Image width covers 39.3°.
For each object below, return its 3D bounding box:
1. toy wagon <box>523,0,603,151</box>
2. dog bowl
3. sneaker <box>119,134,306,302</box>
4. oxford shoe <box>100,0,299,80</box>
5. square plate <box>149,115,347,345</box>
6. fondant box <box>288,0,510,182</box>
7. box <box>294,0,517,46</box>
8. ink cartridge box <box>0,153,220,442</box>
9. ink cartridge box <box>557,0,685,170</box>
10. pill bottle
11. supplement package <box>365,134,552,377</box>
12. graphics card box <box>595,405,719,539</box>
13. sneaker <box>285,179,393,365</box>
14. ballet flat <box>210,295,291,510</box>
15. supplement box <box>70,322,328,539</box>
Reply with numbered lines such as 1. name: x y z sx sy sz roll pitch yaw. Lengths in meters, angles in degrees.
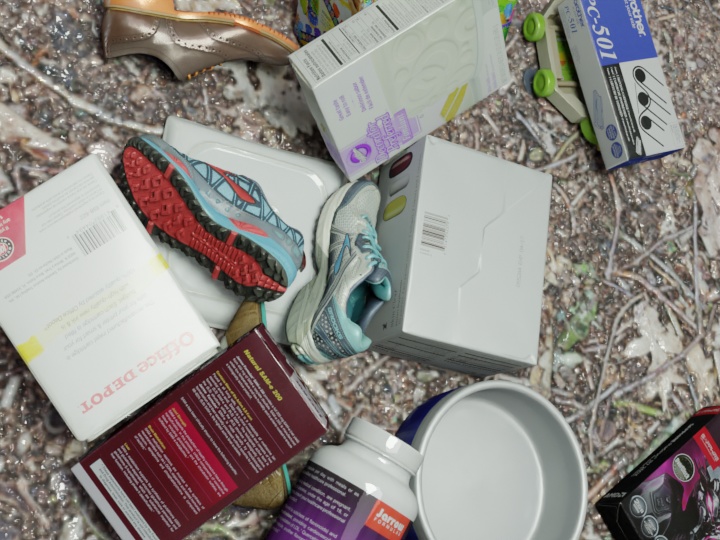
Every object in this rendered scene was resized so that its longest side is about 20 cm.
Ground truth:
1. toy wagon: 0.273 -0.232 1.203 0.153 0.039 0.203 -4 80 -25
2. dog bowl: 0.125 0.215 1.011 0.197 0.079 0.203 6 76 -23
3. sneaker: -0.136 -0.055 0.941 0.200 0.079 0.096 42 35 -1
4. oxford shoe: -0.159 -0.221 1.000 0.197 0.071 0.074 9 94 -18
5. square plate: -0.110 -0.038 0.992 0.197 0.028 0.201 14 72 -21
6. fondant box: 0.044 -0.195 0.979 0.198 0.145 0.059 -32 55 -4
7. box: 0.055 -0.303 1.018 0.198 0.194 0.123 -16 51 -27
8. ink cartridge box: -0.237 0.027 0.878 0.144 0.083 0.201 -34 93 -16
9. ink cartridge box: 0.302 -0.225 1.167 0.093 0.044 0.203 -14 84 -28
10. pill bottle: -0.021 0.239 0.905 0.112 0.112 0.202 32 78 -14
11. supplement package: 0.096 -0.009 1.032 0.154 0.111 0.203 15 72 -21
12. graphics card box: 0.368 0.257 1.127 0.199 0.051 0.127 -31 92 -26
13. sneaker: 0.000 0.000 0.983 0.078 0.085 0.203 43 53 -44
14. ballet flat: -0.112 0.124 0.933 0.071 0.068 0.203 -8 93 -12
15. supplement box: -0.136 0.149 0.874 0.199 0.061 0.109 -36 94 2
